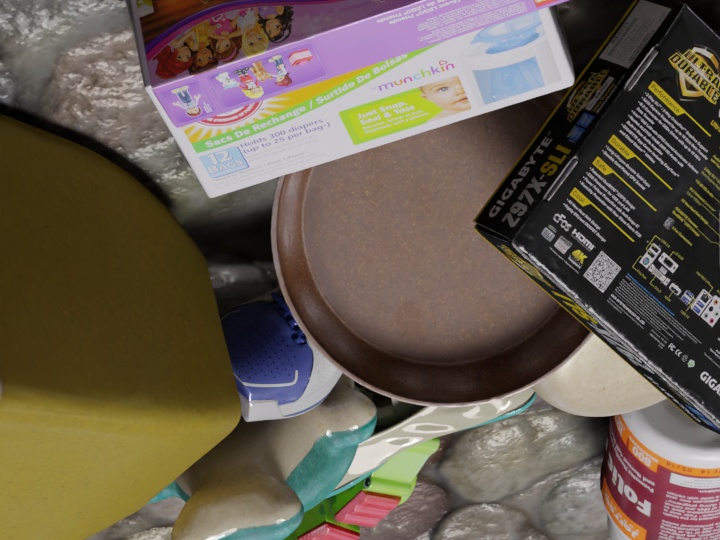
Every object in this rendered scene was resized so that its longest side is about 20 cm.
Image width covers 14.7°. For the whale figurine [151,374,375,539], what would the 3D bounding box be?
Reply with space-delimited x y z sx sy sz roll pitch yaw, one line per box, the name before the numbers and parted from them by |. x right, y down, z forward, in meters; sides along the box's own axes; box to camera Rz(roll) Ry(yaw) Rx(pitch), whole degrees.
whale figurine | -0.061 0.119 1.647 0.158 0.200 0.104 -17 116 8

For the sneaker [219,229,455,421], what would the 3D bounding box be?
sneaker | 0.001 0.000 1.601 0.199 0.081 0.116 -22 145 -31

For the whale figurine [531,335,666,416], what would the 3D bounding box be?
whale figurine | 0.144 -0.011 1.648 0.158 0.104 0.201 -15 128 -6

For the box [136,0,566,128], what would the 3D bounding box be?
box | -0.010 -0.160 1.302 0.199 0.138 0.039 -18 148 7

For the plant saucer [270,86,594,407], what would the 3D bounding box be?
plant saucer | 0.049 -0.026 1.533 0.199 0.202 0.034 -11 -168 -2

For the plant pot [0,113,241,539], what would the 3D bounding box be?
plant pot | -0.181 0.050 1.524 0.199 0.197 0.194 12 141 -38

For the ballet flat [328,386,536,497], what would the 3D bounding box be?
ballet flat | 0.018 0.085 1.778 0.199 0.070 0.069 -25 146 16

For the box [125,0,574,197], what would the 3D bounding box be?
box | -0.008 -0.131 1.381 0.199 0.102 0.113 -17 148 8

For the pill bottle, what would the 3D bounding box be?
pill bottle | 0.218 0.123 1.850 0.113 0.115 0.200 -9 148 -6

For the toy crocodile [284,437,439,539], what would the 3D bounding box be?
toy crocodile | -0.020 0.162 1.875 0.067 0.062 0.200 17 137 -39

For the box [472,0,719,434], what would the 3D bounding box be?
box | 0.180 -0.026 1.513 0.200 0.049 0.160 39 83 -29
